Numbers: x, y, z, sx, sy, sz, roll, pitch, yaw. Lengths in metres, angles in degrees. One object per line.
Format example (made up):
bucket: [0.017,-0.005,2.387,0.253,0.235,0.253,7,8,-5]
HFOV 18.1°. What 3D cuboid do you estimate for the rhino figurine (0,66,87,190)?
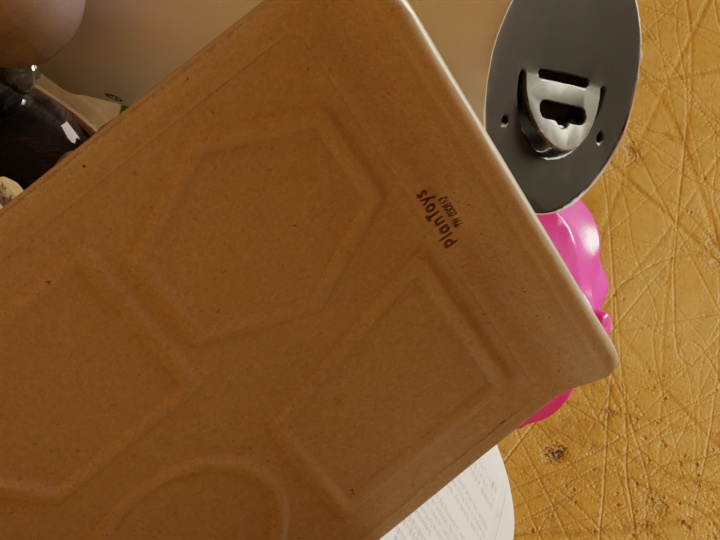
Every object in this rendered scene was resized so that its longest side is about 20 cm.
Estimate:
rhino figurine: [-0.143,-0.087,0.806,0.087,0.060,0.201,1,-48,41]

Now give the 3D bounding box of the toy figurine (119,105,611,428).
toy figurine: [0.000,0.000,0.847,0.200,0.183,0.151,-112,-149,-67]

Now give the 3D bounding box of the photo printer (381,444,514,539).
photo printer: [0.001,0.117,0.929,0.167,0.069,0.201,59,37,-43]

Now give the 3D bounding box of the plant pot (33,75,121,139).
plant pot: [-0.189,-0.132,1.005,0.199,0.093,0.201,21,-9,3]

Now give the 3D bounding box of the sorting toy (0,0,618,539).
sorting toy: [-0.043,0.028,0.626,0.185,0.199,0.037,54,1,-44]

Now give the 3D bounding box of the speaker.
speaker: [-0.014,-0.076,0.696,0.199,0.081,0.081,17,-25,38]

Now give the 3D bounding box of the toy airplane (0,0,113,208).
toy airplane: [-0.139,-0.049,0.665,0.200,0.141,0.200,53,-2,7]

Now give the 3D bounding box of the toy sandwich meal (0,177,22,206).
toy sandwich meal: [-0.167,-0.007,0.916,0.205,0.070,0.205,50,10,-12]
